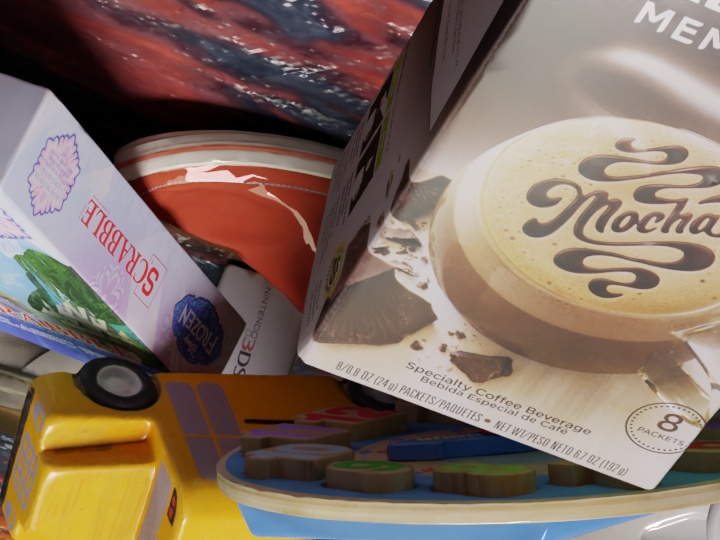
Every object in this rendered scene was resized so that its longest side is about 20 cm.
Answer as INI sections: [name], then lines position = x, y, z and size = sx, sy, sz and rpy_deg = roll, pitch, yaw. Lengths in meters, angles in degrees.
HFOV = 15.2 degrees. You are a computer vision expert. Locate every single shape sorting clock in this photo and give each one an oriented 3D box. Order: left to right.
[shape sorting clock]
position = 0.051, 0.060, 0.901
size = 0.198, 0.040, 0.200
rpy_deg = -6, -177, 0

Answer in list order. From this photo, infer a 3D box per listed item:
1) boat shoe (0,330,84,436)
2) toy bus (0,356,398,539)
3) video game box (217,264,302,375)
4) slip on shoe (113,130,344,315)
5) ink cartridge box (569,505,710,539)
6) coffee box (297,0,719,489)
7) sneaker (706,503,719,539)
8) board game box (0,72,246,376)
[boat shoe]
position = -0.175, 0.024, 1.169
size = 0.199, 0.067, 0.074
rpy_deg = 19, 165, 31
[toy bus]
position = -0.028, 0.083, 1.000
size = 0.199, 0.078, 0.065
rpy_deg = 2, 127, -25
[video game box]
position = -0.077, 0.113, 1.168
size = 0.047, 0.183, 0.200
rpy_deg = 21, 159, -3
[slip on shoe]
position = 0.000, 0.000, 0.993
size = 0.199, 0.062, 0.074
rpy_deg = 23, 160, -19
[ink cartridge box]
position = 0.166, 0.171, 1.119
size = 0.146, 0.083, 0.200
rpy_deg = 1, 151, 31
[coffee box]
position = 0.073, -0.042, 0.704
size = 0.112, 0.080, 0.200
rpy_deg = 20, 137, -10
[sneaker]
position = 0.224, 0.101, 1.006
size = 0.199, 0.076, 0.105
rpy_deg = 9, -170, 0
[board game box]
position = -0.164, -0.032, 0.997
size = 0.199, 0.041, 0.200
rpy_deg = 19, 163, 26
